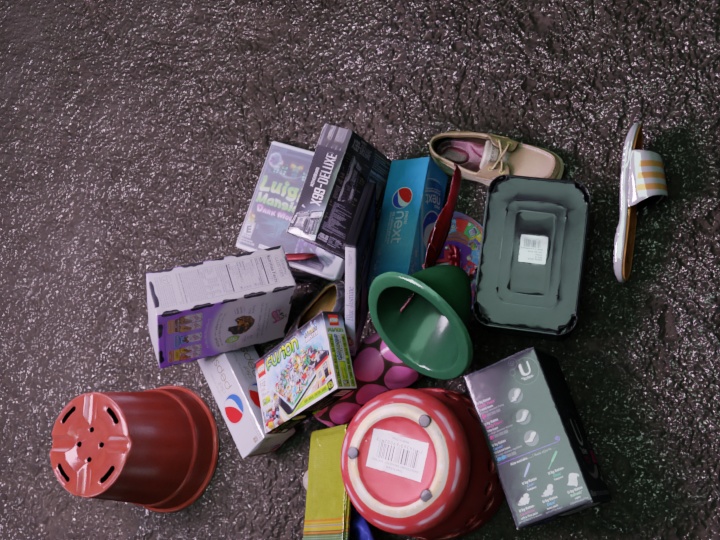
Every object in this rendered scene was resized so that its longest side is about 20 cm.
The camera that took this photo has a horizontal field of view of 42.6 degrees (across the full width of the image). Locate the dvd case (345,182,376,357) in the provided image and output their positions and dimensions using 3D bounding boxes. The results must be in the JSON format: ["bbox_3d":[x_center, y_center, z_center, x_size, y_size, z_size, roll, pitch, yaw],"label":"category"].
[{"bbox_3d":[0.000,0.000,1.274,0.017,0.202,0.143,7,41,8],"label":"dvd case"}]

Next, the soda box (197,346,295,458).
[{"bbox_3d":[-0.180,0.181,1.408,0.064,0.068,0.201,-46,62,32],"label":"soda box"}]

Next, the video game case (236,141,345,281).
[{"bbox_3d":[-0.087,-0.096,1.456,0.198,0.023,0.184,18,87,28],"label":"video game case"}]

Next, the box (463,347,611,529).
[{"bbox_3d":[0.227,0.214,1.182,0.105,0.122,0.202,-26,70,19],"label":"box"}]

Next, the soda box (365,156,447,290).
[{"bbox_3d":[0.068,-0.056,1.316,0.067,0.064,0.203,-2,67,34],"label":"soda box"}]

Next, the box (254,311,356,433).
[{"bbox_3d":[-0.081,0.146,1.291,0.200,0.034,0.111,-38,57,46],"label":"box"}]

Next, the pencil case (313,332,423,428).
[{"bbox_3d":[0.019,0.150,1.318,0.199,0.094,0.091,-33,42,20],"label":"pencil case"}]

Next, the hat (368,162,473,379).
[{"bbox_3d":[0.124,0.016,1.217,0.165,0.201,0.176,34,56,17],"label":"hat"}]

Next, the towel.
[{"bbox_3d":[-0.048,0.318,1.283,0.085,0.018,0.203,-18,58,39],"label":"towel"}]

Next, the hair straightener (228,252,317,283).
[{"bbox_3d":[-0.153,0.013,1.443,0.198,0.041,0.078,-1,99,28],"label":"hair straightener"}]

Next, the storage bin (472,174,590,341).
[{"bbox_3d":[0.228,-0.015,1.231,0.133,0.094,0.203,7,82,12],"label":"storage bin"}]

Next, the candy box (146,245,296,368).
[{"bbox_3d":[-0.202,0.054,1.330,0.198,0.168,0.072,-13,63,-19],"label":"candy box"}]

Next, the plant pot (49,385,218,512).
[{"bbox_3d":[-0.353,0.268,1.409,0.198,0.195,0.204,-6,76,25],"label":"plant pot"}]

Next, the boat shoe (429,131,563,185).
[{"bbox_3d":[0.187,-0.156,1.312,0.198,0.066,0.075,9,83,27],"label":"boat shoe"}]

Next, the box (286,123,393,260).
[{"bbox_3d":[-0.014,-0.100,1.321,0.049,0.200,0.160,17,87,28],"label":"box"}]

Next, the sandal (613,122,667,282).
[{"bbox_3d":[0.372,-0.087,1.208,0.058,0.079,0.210,5,89,25],"label":"sandal"}]

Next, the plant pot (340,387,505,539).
[{"bbox_3d":[0.080,0.255,1.214,0.198,0.182,0.203,-5,79,25],"label":"plant pot"}]

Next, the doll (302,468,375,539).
[{"bbox_3d":[-0.023,0.348,1.294,0.200,0.048,0.138,48,127,45],"label":"doll"}]

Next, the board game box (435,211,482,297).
[{"bbox_3d":[0.100,0.004,1.334,0.200,0.039,0.158,-49,64,8],"label":"board game box"}]

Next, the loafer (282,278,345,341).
[{"bbox_3d":[-0.079,0.092,1.384,0.073,0.072,0.201,37,97,26],"label":"loafer"}]
